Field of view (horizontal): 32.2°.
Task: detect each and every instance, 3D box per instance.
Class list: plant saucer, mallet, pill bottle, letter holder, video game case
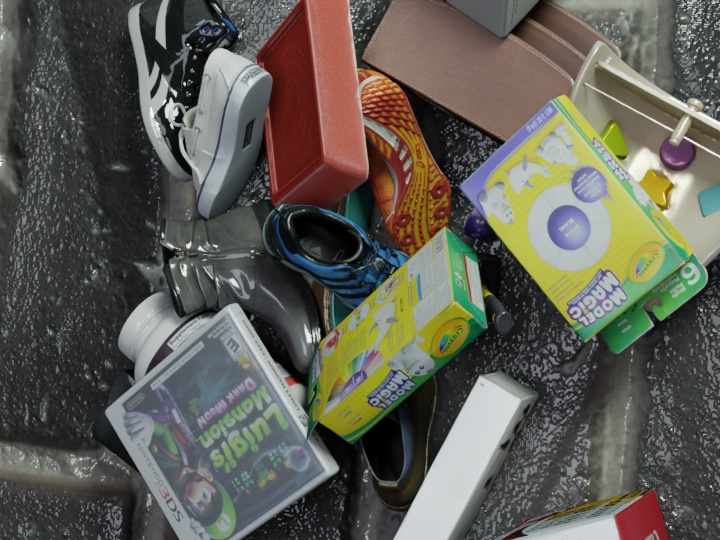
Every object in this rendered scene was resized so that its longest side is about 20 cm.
[{"bbox_3d":[-0.054,-0.159,1.196,0.036,0.199,0.203,-2,79,-22],"label":"plant saucer"},{"bbox_3d":[0.116,0.018,1.116,0.041,0.200,0.067,3,91,-2],"label":"mallet"},{"bbox_3d":[-0.149,0.111,1.259,0.199,0.112,0.113,37,101,19],"label":"pill bottle"},{"bbox_3d":[0.127,-0.204,1.170,0.199,0.100,0.143,33,98,20],"label":"letter holder"},{"bbox_3d":[-0.137,0.160,1.182,0.199,0.023,0.183,-38,80,29],"label":"video game case"}]

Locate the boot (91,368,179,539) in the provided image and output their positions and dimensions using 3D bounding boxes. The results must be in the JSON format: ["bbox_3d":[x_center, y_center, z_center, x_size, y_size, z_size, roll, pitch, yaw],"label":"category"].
[{"bbox_3d":[-0.209,0.222,1.303,0.199,0.066,0.166,36,92,16],"label":"boot"}]

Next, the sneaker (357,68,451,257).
[{"bbox_3d":[0.035,-0.104,1.195,0.072,0.077,0.202,-23,118,-11],"label":"sneaker"}]

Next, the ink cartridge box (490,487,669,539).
[{"bbox_3d":[0.207,0.245,1.065,0.174,0.200,0.085,-19,80,20],"label":"ink cartridge box"}]

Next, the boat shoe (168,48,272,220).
[{"bbox_3d":[-0.151,-0.140,1.249,0.086,0.075,0.203,36,142,13],"label":"boat shoe"}]

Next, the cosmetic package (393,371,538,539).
[{"bbox_3d":[0.096,0.196,1.175,0.050,0.082,0.202,30,99,20],"label":"cosmetic package"}]

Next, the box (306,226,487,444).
[{"bbox_3d":[0.025,0.066,1.110,0.048,0.118,0.200,38,117,-23],"label":"box"}]

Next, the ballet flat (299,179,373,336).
[{"bbox_3d":[-0.027,-0.019,1.248,0.072,0.067,0.203,0,88,42],"label":"ballet flat"}]

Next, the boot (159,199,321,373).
[{"bbox_3d":[-0.122,0.029,1.236,0.130,0.070,0.202,-15,61,-19],"label":"boot"}]

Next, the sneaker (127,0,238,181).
[{"bbox_3d":[-0.173,-0.204,1.302,0.111,0.073,0.203,-19,80,21],"label":"sneaker"}]

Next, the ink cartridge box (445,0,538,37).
[{"bbox_3d":[0.136,-0.333,1.132,0.145,0.084,0.200,36,71,18],"label":"ink cartridge box"}]

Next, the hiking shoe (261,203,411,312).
[{"bbox_3d":[0.000,0.000,1.166,0.198,0.087,0.075,24,82,-9],"label":"hiking shoe"}]

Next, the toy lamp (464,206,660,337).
[{"bbox_3d":[0.191,-0.006,1.159,0.199,0.058,0.059,35,100,19],"label":"toy lamp"}]

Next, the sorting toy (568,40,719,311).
[{"bbox_3d":[0.254,-0.068,1.098,0.199,0.107,0.181,32,94,17],"label":"sorting toy"}]

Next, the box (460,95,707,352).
[{"bbox_3d":[0.191,-0.033,1.063,0.117,0.048,0.200,-43,84,28],"label":"box"}]

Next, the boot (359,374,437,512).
[{"bbox_3d":[0.034,0.121,1.179,0.074,0.097,0.203,-6,74,7],"label":"boot"}]
